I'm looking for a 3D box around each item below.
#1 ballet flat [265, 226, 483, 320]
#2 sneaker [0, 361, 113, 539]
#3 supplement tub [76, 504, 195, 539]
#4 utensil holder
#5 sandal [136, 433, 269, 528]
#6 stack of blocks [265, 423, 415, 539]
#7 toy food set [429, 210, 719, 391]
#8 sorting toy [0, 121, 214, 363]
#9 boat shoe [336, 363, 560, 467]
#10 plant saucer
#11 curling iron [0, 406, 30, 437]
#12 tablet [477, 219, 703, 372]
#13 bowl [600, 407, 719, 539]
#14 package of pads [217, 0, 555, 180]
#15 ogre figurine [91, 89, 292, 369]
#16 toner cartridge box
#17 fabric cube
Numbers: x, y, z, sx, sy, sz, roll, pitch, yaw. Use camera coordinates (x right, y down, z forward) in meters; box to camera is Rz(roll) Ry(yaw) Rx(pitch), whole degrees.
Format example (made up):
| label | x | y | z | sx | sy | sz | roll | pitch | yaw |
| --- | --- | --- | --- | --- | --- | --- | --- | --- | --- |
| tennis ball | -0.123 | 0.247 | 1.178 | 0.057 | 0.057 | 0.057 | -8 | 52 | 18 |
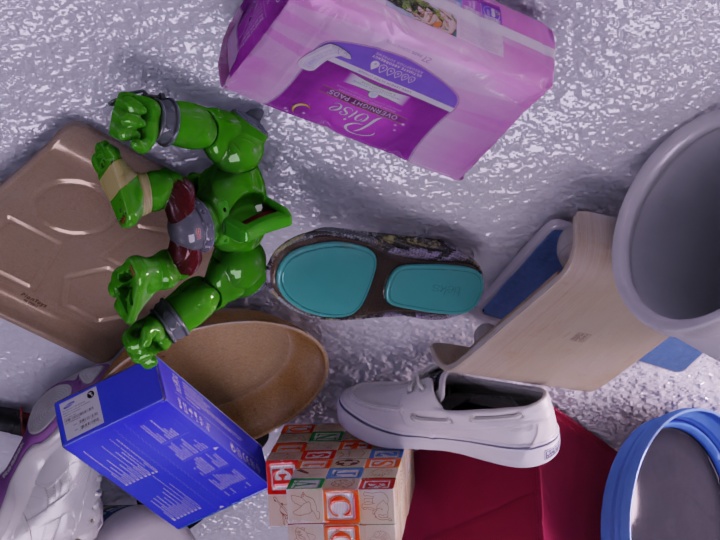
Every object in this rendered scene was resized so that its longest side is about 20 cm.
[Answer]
| label | x | y | z | sx | sy | sz | roll | pitch | yaw |
| --- | --- | --- | --- | --- | --- | --- | --- | --- | --- |
| ballet flat | 0.000 | 0.000 | 1.473 | 0.199 | 0.073 | 0.072 | 7 | 146 | -38 |
| sneaker | -0.245 | 0.166 | 1.661 | 0.099 | 0.075 | 0.201 | 30 | 102 | -24 |
| supplement tub | -0.252 | 0.282 | 1.771 | 0.199 | 0.146 | 0.145 | -5 | 147 | 39 |
| utensil holder | 0.306 | 0.002 | 1.414 | 0.199 | 0.171 | 0.169 | 29 | 134 | -34 |
| sandal | -0.144 | 0.187 | 1.756 | 0.074 | 0.045 | 0.200 | 18 | 139 | -22 |
| stack of blocks | -0.019 | 0.179 | 1.627 | 0.114 | 0.200 | 0.059 | -2 | 100 | 6 |
| toy food set | 0.165 | 0.026 | 1.525 | 0.142 | 0.061 | 0.200 | 10 | 145 | -31 |
| sorting toy | -0.205 | -0.021 | 1.499 | 0.184 | 0.037 | 0.200 | 28 | 130 | -32 |
| boat shoe | 0.070 | 0.107 | 1.618 | 0.198 | 0.074 | 0.066 | 6 | 121 | 24 |
| plant saucer | -0.125 | 0.085 | 1.602 | 0.198 | 0.036 | 0.201 | -13 | 147 | -8 |
| curling iron | -0.286 | 0.133 | 1.696 | 0.198 | 0.050 | 0.026 | 18 | 98 | -15 |
| tablet | 0.206 | 0.022 | 1.566 | 0.198 | 0.014 | 0.130 | 17 | 140 | -19 |
| bowl | 0.274 | 0.218 | 1.679 | 0.039 | 0.202 | 0.200 | -5 | 149 | 45 |
| package of pads | 0.017 | -0.141 | 1.303 | 0.198 | 0.076 | 0.121 | 20 | 137 | -24 |
| ogre figurine | -0.119 | -0.035 | 1.400 | 0.119 | 0.202 | 0.098 | -14 | -169 | -28 |
| toner cartridge box | -0.156 | 0.142 | 1.600 | 0.094 | 0.043 | 0.200 | -24 | 147 | 11 |
| fabric cube | 0.135 | 0.264 | 1.728 | 0.198 | 0.201 | 0.196 | -27 | 134 | 31 |
